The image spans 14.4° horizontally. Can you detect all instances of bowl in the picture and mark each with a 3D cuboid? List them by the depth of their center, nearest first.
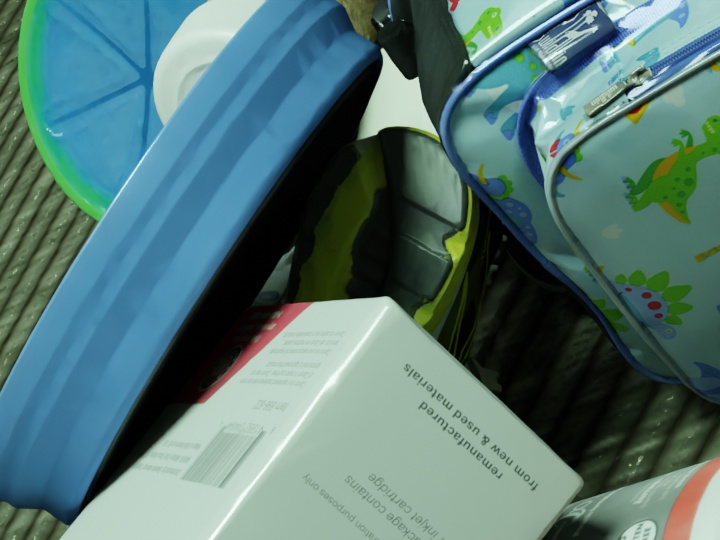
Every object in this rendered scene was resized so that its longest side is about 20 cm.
[{"bbox_3d":[-0.057,-0.003,0.940,0.201,0.039,0.201,-57,-3,-4],"label":"bowl"}]

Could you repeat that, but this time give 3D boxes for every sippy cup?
[{"bbox_3d":[-0.057,-0.091,1.233,0.140,0.130,0.178,49,126,17],"label":"sippy cup"}]

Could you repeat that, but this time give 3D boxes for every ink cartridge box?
[{"bbox_3d":[-0.046,0.110,0.836,0.200,0.083,0.145,-51,14,-13],"label":"ink cartridge box"}]

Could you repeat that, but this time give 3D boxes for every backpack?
[{"bbox_3d":[0.136,-0.066,0.926,0.200,0.183,0.147,-36,40,8],"label":"backpack"}]

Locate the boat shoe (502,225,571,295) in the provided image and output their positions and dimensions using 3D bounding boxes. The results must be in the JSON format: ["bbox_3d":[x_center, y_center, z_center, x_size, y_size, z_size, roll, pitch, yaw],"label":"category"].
[{"bbox_3d":[0.059,-0.062,1.123,0.074,0.073,0.200,-44,32,13],"label":"boat shoe"}]

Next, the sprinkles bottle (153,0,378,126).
[{"bbox_3d":[-0.016,-0.117,1.128,0.068,0.068,0.200,-26,22,36],"label":"sprinkles bottle"}]

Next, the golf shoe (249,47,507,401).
[{"bbox_3d":[0.000,0.000,1.051,0.078,0.097,0.201,141,133,-63],"label":"golf shoe"}]

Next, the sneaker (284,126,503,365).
[{"bbox_3d":[-0.001,0.047,0.979,0.074,0.085,0.201,32,103,21],"label":"sneaker"}]

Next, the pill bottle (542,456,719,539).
[{"bbox_3d":[0.069,0.131,0.871,0.199,0.116,0.116,-23,41,40],"label":"pill bottle"}]
